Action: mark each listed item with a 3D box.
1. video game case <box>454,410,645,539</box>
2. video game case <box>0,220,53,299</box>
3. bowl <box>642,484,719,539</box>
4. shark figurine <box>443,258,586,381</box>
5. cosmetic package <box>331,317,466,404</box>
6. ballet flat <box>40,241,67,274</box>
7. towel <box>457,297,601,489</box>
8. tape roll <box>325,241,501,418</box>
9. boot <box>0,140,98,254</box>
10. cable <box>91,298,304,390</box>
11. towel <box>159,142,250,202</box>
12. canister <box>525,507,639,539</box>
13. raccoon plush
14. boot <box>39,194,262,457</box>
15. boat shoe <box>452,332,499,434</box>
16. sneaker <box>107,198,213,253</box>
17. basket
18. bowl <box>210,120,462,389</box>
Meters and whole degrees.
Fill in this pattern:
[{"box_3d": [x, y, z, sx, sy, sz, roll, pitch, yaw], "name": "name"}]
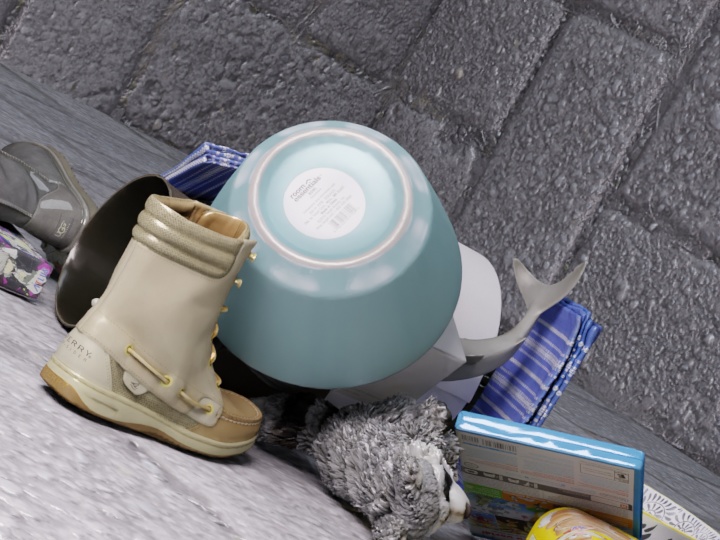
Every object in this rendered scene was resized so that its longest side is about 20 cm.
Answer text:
[{"box_3d": [0.149, 0.176, 1.550, 0.143, 0.018, 0.200, 11, -29, 14], "name": "video game case"}, {"box_3d": [-0.357, -0.054, 1.603, 0.181, 0.036, 0.200, 27, 5, -30], "name": "video game case"}, {"box_3d": [0.212, 0.228, 1.710, 0.200, 0.094, 0.201, 29, 4, -2], "name": "bowl"}, {"box_3d": [0.094, 0.059, 1.654, 0.214, 0.129, 0.089, -8, -1, -26], "name": "shark figurine"}, {"box_3d": [0.000, 0.000, 1.557, 0.107, 0.085, 0.200, 26, 38, -39], "name": "cosmetic package"}, {"box_3d": [-0.230, -0.007, 1.821, 0.064, 0.076, 0.200, 62, 17, 12], "name": "ballet flat"}, {"box_3d": [0.130, 0.111, 1.722, 0.024, 0.200, 0.145, 31, 3, -15], "name": "towel"}, {"box_3d": [0.010, 0.046, 1.783, 0.139, 0.203, 0.203, 28, 4, -27], "name": "tape roll"}, {"box_3d": [-0.323, -0.089, 1.625, 0.200, 0.073, 0.182, 21, 8, -40], "name": "boot"}, {"box_3d": [-0.117, 0.047, 1.476, 0.050, 0.097, 0.200, -24, -20, 36], "name": "cable"}, {"box_3d": [-0.078, -0.069, 1.676, 0.199, 0.024, 0.145, 8, -18, -32], "name": "towel"}, {"box_3d": [0.190, 0.244, 1.441, 0.148, 0.087, 0.200, 28, 3, -3], "name": "canister"}, {"box_3d": [-0.013, 0.151, 1.443, 0.199, 0.097, 0.134, -1, 11, 18], "name": "raccoon plush"}, {"box_3d": [-0.110, 0.038, 1.357, 0.073, 0.156, 0.200, 33, 5, 41], "name": "boot"}, {"box_3d": [0.094, 0.114, 1.866, 0.075, 0.201, 0.074, -3, -14, -7], "name": "boat shoe"}, {"box_3d": [-0.116, -0.023, 1.672, 0.199, 0.070, 0.078, 21, 22, -12], "name": "sneaker"}, {"box_3d": [-0.118, 0.032, 1.578, 0.200, 0.136, 0.180, 33, -13, -26], "name": "basket"}, {"box_3d": [-0.021, -0.027, 1.423, 0.200, 0.201, 0.105, 30, -26, 12], "name": "bowl"}]
